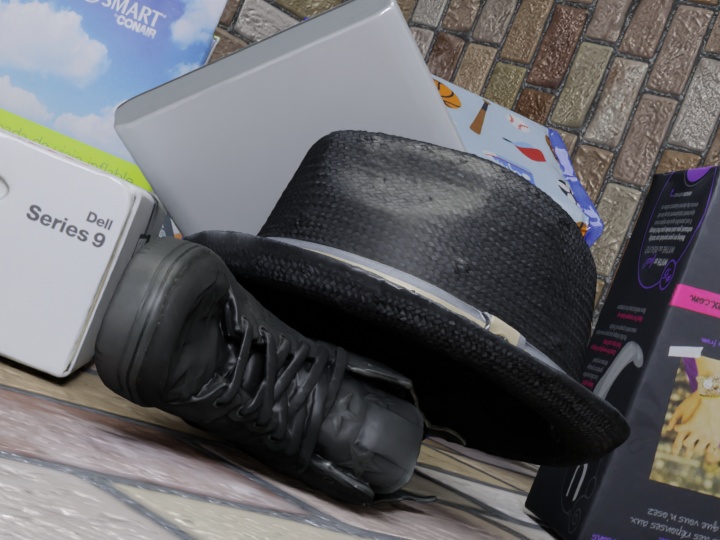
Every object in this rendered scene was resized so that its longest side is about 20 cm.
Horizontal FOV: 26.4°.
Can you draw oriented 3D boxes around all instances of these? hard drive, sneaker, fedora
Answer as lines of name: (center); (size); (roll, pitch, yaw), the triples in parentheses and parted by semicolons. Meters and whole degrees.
hard drive: (-0.007, -0.018, 0.707); (0.026, 0.132, 0.200); (-98, 163, -54)
sneaker: (-0.021, 0.046, 0.570); (0.104, 0.060, 0.200); (20, -12, 13)
fedora: (0.027, 0.005, 0.640); (0.200, 0.092, 0.201); (21, -17, 7)

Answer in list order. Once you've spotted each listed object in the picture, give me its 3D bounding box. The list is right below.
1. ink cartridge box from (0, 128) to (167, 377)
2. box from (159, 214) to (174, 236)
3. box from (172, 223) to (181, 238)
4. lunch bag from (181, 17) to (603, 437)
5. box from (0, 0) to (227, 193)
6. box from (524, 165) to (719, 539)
ink cartridge box: (-0.171, -0.022, 0.682); (0.146, 0.084, 0.200); (22, -1, -4)
box: (-0.199, -0.055, 0.963); (0.158, 0.051, 0.200); (22, 27, -28)
box: (-0.111, -0.023, 1.169); (0.200, 0.124, 0.098); (21, -22, 27)
lunch bag: (0.000, 0.000, 0.813); (0.170, 0.200, 0.124); (23, 30, -23)
box: (-0.161, -0.078, 0.828); (0.122, 0.200, 0.048); (22, -1, -10)
box: (0.178, 0.058, 0.793); (0.106, 0.200, 0.122); (22, -1, -5)
